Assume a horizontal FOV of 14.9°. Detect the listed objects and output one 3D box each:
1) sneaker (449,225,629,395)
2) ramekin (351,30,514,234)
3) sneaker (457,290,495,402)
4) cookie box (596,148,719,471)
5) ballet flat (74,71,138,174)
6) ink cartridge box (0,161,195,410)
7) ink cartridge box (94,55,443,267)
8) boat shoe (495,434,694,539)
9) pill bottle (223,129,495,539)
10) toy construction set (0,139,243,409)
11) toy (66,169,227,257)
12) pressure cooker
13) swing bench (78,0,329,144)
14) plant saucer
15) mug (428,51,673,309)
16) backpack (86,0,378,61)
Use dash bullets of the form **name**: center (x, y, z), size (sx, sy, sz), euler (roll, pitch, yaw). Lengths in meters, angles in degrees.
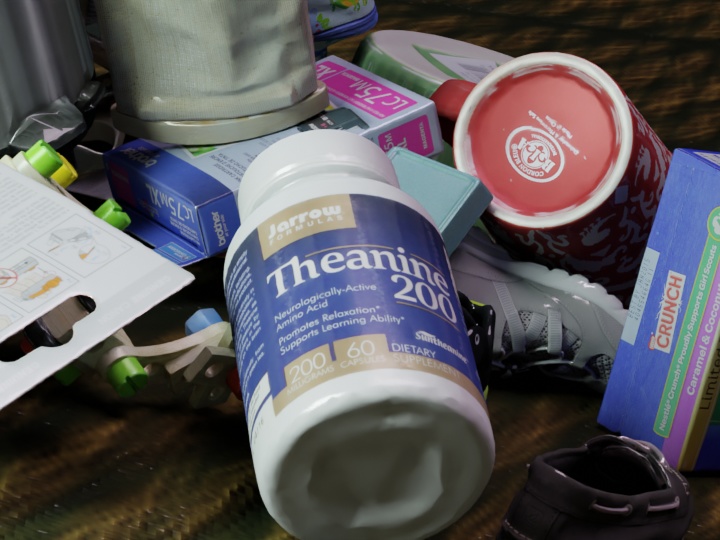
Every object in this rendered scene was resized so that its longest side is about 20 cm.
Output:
- **sneaker**: center (0.081, 0.036, 1.608), size (0.200, 0.082, 0.075), euler (27, -27, -12)
- **ramekin**: center (0.073, -0.099, 1.977), size (0.200, 0.098, 0.200), euler (16, 15, -5)
- **sneaker**: center (0.023, 0.052, 1.429), size (0.072, 0.083, 0.200), euler (20, 16, 12)
- **cookie box**: center (0.249, 0.027, 1.606), size (0.200, 0.172, 0.075), euler (3, 18, -41)
- **ballet flat**: center (-0.149, -0.089, 1.691), size (0.200, 0.069, 0.071), euler (-13, 40, -10)
- **ink cartridge box**: center (-0.202, 0.011, 1.289), size (0.200, 0.047, 0.160), euler (28, 43, 28)
- **ink cartridge box**: center (-0.065, -0.064, 1.627), size (0.200, 0.042, 0.119), euler (-27, 30, -23)
- **boat shoe**: center (0.127, 0.111, 1.388), size (0.067, 0.057, 0.200), euler (24, 17, 21)
- **pill bottle**: center (-0.006, 0.027, 1.315), size (0.111, 0.111, 0.200), euler (11, 39, -21)
- **toy construction set**: center (-0.136, 0.010, 1.412), size (0.200, 0.092, 0.131), euler (35, -3, 29)
- **toy**: center (-0.070, -0.037, 1.675), size (0.200, 0.047, 0.115), euler (12, 31, 42)
- **pressure cooker**: center (-0.239, -0.126, 1.564), size (0.178, 0.200, 0.176), euler (-10, 32, 4)
- **swing bench**: center (-0.122, -0.199, 1.611), size (0.130, 0.199, 0.200), euler (-20, 39, -15)
- **plant saucer**: center (0.000, 0.000, 1.519), size (0.070, 0.019, 0.200), euler (22, 48, 18)
- **mug**: center (0.109, -0.051, 1.678), size (0.177, 0.134, 0.200), euler (7, -12, 17)
- **backpack**: center (-0.091, -0.187, 1.947), size (0.200, 0.147, 0.183), euler (-22, 27, -24)
